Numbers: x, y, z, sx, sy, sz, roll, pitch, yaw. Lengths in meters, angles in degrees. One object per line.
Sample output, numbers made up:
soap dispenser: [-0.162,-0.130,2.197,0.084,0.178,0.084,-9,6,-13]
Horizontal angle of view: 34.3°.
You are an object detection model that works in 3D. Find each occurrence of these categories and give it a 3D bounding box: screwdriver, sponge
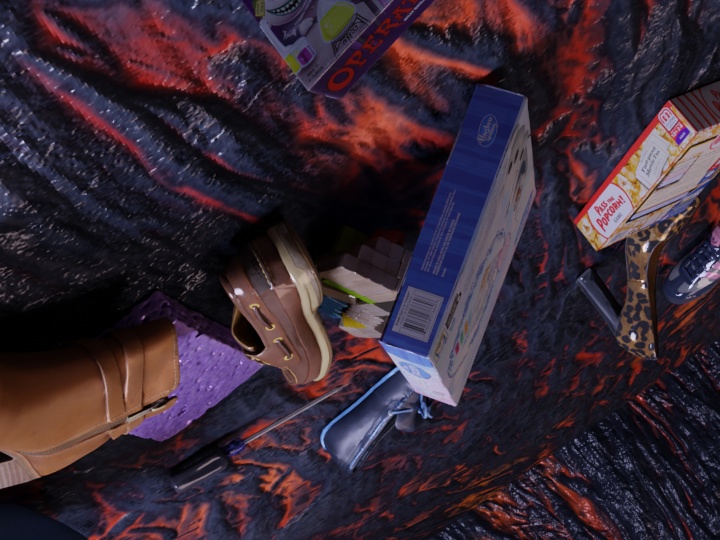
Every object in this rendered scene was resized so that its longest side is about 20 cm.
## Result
screwdriver: [-0.104,0.165,1.180,0.199,0.028,0.029,-30,-169,-18]
sponge: [-0.151,0.079,0.887,0.111,0.030,0.200,-37,161,3]

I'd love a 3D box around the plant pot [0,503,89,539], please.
plant pot: [-0.289,0.271,0.946,0.199,0.135,0.200,-31,161,-12]

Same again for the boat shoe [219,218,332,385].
boat shoe: [-0.066,0.034,0.875,0.067,0.072,0.200,-26,154,-11]

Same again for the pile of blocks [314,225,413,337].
pile of blocks: [0.000,0.000,0.935,0.200,0.082,0.062,105,4,-74]

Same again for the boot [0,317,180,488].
boot: [-0.180,0.068,0.707,0.155,0.077,0.200,-21,151,-22]

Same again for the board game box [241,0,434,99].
board game box: [0.020,-0.176,0.432,0.200,0.120,0.032,-44,156,22]

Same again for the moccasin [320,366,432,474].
moccasin: [0.046,0.160,1.357,0.200,0.068,0.080,-43,160,20]

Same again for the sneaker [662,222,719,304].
sneaker: [0.529,-0.032,1.754,0.200,0.070,0.082,-42,143,11]

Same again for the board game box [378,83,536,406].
board game box: [0.081,-0.010,0.896,0.199,0.043,0.201,57,53,-70]

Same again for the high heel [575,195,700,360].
high heel: [0.379,0.009,1.449,0.200,0.143,0.071,-46,158,30]

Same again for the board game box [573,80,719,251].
board game box: [0.331,-0.115,1.223,0.151,0.046,0.200,-22,157,-34]
